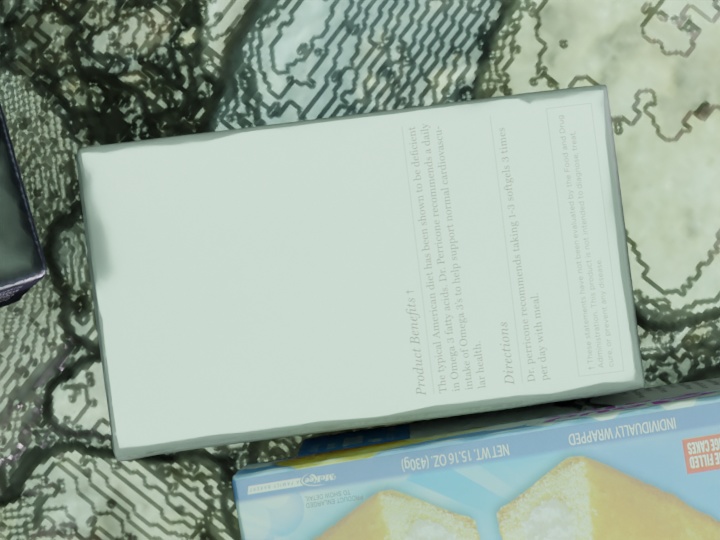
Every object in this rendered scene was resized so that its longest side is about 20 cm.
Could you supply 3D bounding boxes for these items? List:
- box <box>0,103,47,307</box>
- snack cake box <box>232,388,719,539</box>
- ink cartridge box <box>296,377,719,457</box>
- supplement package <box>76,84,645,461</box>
[{"bbox_3d":[-0.202,-0.071,1.031,0.124,0.197,0.201,-16,90,-11],"label":"box"},{"bbox_3d":[0.061,0.112,1.014,0.199,0.067,0.115,-10,89,2],"label":"snack cake box"},{"bbox_3d":[0.084,0.125,1.089,0.199,0.084,0.146,-9,89,1],"label":"ink cartridge box"},{"bbox_3d":[0.000,0.000,1.074,0.199,0.117,0.117,-7,91,1],"label":"supplement package"}]
